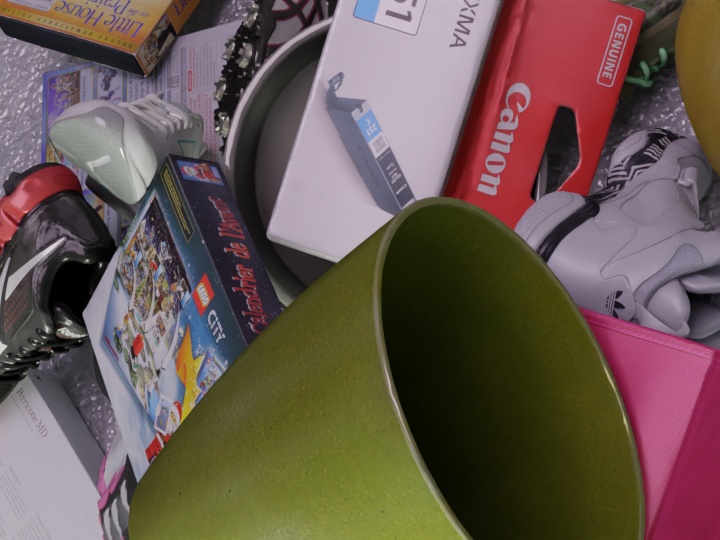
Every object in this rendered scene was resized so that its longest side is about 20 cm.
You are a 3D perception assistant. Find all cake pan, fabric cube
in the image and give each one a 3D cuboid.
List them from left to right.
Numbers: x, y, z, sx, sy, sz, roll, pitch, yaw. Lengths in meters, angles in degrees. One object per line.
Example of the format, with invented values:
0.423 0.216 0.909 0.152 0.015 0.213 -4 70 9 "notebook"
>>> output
0.015 -0.059 0.978 0.198 0.037 0.203 0 90 4 "cake pan"
0.096 0.131 0.859 0.195 0.200 0.201 16 82 28 "fabric cube"

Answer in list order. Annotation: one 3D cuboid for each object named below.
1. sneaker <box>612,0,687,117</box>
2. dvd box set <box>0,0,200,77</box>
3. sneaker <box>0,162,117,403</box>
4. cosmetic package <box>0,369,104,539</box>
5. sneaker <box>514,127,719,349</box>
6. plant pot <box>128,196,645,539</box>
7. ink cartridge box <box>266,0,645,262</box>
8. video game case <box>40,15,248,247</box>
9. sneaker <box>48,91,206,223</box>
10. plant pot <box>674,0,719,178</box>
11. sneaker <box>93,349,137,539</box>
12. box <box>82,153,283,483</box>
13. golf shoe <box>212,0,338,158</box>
0.169 -0.140 0.991 0.198 0.077 0.090 -4 92 12 "sneaker"
-0.163 -0.241 1.176 0.145 0.029 0.201 18 65 29 "dvd box set"
-0.221 0.034 1.044 0.098 0.071 0.201 40 111 24 "sneaker"
-0.228 0.188 1.079 0.151 0.052 0.200 -43 60 8 "cosmetic package"
0.174 -0.014 0.892 0.114 0.199 0.076 27 126 29 "sneaker"
-0.005 0.095 0.721 0.199 0.186 0.189 -29 61 32 "plant pot"
0.057 -0.088 0.934 0.174 0.045 0.202 17 92 6 "ink cartridge box"
-0.142 -0.064 1.127 0.179 0.045 0.202 -11 68 21 "video game case"
-0.141 -0.083 1.002 0.070 0.200 0.080 39 83 4 "sneaker"
0.257 -0.116 0.887 0.201 0.200 0.142 -51 35 2 "plant pot"
-0.115 0.109 1.030 0.080 0.086 0.202 -28 57 41 "sneaker"
-0.096 0.051 0.918 0.137 0.037 0.201 -56 43 32 "box"
-0.044 -0.159 1.073 0.077 0.087 0.202 -36 39 59 "golf shoe"
